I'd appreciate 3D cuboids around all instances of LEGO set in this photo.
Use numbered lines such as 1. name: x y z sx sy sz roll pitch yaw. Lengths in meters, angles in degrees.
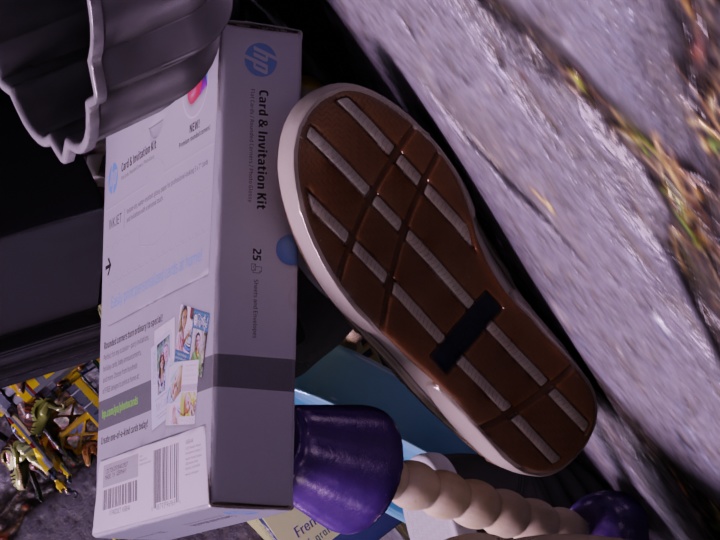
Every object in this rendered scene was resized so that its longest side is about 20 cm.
1. LEGO set: -0.180 0.081 1.422 0.154 0.116 0.200 52 180 41

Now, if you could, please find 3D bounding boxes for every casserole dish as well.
1. casserole dish: 0.023 0.092 1.372 0.199 0.039 0.121 28 158 -10

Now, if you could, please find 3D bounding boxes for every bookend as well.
1. bookend: -0.189 -0.079 1.248 0.200 0.092 0.199 62 157 28

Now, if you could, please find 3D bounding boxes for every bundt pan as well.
1. bundt pan: -0.111 -0.150 1.076 0.202 0.075 0.203 51 150 45

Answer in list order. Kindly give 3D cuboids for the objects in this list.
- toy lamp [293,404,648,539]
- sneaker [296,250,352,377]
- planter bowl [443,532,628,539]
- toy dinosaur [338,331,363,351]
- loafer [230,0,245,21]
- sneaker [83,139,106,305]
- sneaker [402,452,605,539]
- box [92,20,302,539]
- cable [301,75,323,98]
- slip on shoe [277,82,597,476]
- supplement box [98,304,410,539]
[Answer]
1. toy lamp: 0.039 0.101 1.170 0.199 0.058 0.058 22 -167 -36
2. sneaker: -0.061 -0.028 1.250 0.074 0.085 0.200 27 -162 -42
3. planter bowl: 0.070 0.191 1.110 0.135 0.200 0.200 31 160 40
4. toy dinosaur: 0.000 0.000 1.304 0.200 0.058 0.101 49 170 32
5. loafer: -0.108 -0.135 1.231 0.200 0.072 0.073 -145 44 -61
6. sneaker: -0.171 -0.080 1.405 0.115 0.201 0.076 5 165 11
7. sneaker: 0.093 0.175 1.262 0.071 0.099 0.201 -41 61 62
8. box: -0.072 0.010 1.149 0.156 0.041 0.201 156 116 -64
9. cable: -0.017 -0.074 1.224 0.097 0.050 0.200 38 -168 -26
10. slip on shoe: 0.026 0.004 1.123 0.200 0.076 0.061 49 168 -25
11. supplement box: -0.052 0.042 1.509 0.200 0.134 0.200 55 172 -15
